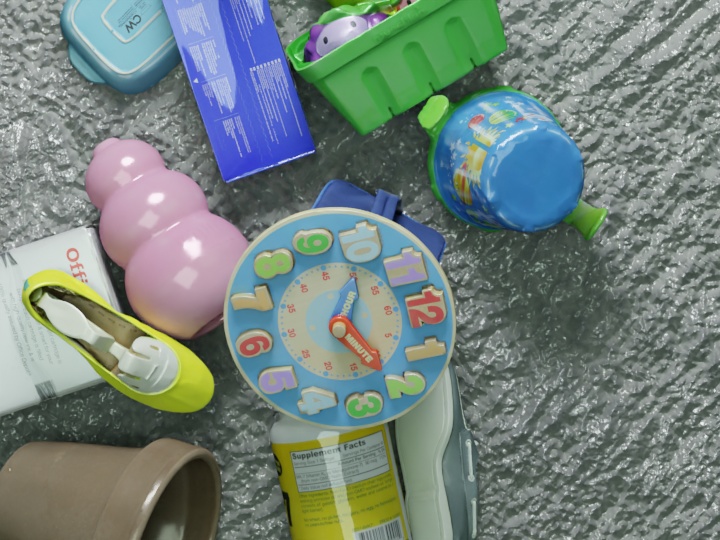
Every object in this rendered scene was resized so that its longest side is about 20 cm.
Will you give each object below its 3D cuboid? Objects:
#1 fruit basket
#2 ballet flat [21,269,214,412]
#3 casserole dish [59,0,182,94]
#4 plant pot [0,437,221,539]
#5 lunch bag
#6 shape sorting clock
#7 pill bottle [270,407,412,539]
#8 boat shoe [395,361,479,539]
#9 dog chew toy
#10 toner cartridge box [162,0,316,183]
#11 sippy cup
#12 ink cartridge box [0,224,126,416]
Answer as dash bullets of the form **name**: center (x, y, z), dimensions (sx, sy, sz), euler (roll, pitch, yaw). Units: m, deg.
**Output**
- **fruit basket**: center (0.013, -0.258, 1.492), dimensions (0.214, 0.156, 0.217), euler (-3, 108, -8)
- **ballet flat**: center (-0.222, 0.068, 1.457), dimensions (0.199, 0.067, 0.067), euler (35, 90, -3)
- **casserole dish**: center (-0.200, -0.260, 1.539), dimensions (0.200, 0.039, 0.121), euler (-44, 91, 3)
- **plant pot**: center (-0.248, 0.239, 1.503), dimensions (0.174, 0.200, 0.202), euler (15, 93, 18)
- **lunch bag**: center (0.000, 0.000, 1.474), dimensions (0.135, 0.200, 0.133), euler (29, 111, -3)
- **shape sorting clock**: center (-0.018, 0.044, 1.364), dimensions (0.199, 0.039, 0.201), euler (1, 109, 2)
- **pill bottle**: center (-0.022, 0.186, 1.519), dimensions (0.114, 0.114, 0.201), euler (-12, 92, 1)
- **boat shoe**: center (0.080, 0.178, 1.554), dimensions (0.062, 0.073, 0.201), euler (2, 84, -42)
- **dog chew toy**: center (-0.186, -0.036, 1.512), dimensions (0.124, 0.125, 0.201), euler (-34, 84, 2)
- **toner cartridge box**: center (-0.117, -0.193, 1.515), dimensions (0.094, 0.043, 0.201), euler (-19, 104, -5)
- **sippy cup**: center (0.141, -0.094, 1.480), dimensions (0.177, 0.130, 0.141), euler (-4, 103, -11)
- **ink cartridge box**: center (-0.323, 0.055, 1.531), dimensions (0.199, 0.084, 0.147), euler (-17, 93, 0)
